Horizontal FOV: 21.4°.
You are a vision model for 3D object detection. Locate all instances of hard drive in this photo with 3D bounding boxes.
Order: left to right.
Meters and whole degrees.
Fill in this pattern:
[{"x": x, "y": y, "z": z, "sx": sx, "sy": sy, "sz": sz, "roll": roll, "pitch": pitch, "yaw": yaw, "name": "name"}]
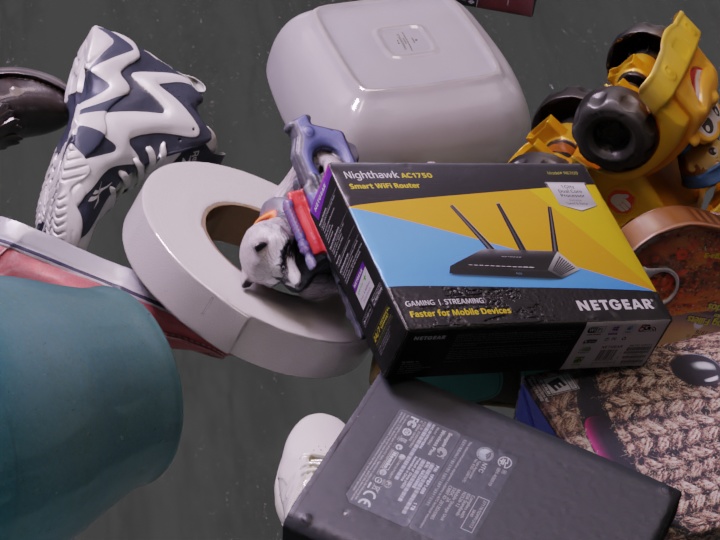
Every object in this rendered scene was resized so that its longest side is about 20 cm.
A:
[{"x": 0.073, "y": 0.147, "z": 1.129, "sx": 0.199, "sy": 0.033, "sz": 0.140, "roll": 22, "pitch": 49, "yaw": 16, "name": "hard drive"}]

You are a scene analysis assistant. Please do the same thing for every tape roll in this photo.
[{"x": -0.073, "y": -0.002, "z": 1.356, "sx": 0.202, "sy": 0.037, "sz": 0.203, "roll": 26, "pitch": 27, "yaw": -14, "name": "tape roll"}]

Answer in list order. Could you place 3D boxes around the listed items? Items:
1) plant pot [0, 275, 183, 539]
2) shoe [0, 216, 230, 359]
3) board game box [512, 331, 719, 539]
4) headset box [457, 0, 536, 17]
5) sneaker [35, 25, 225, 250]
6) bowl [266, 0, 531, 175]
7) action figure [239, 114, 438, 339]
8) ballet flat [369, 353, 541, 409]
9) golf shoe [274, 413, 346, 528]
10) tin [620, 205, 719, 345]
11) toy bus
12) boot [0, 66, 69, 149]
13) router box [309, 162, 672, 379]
[{"x": -0.221, "y": 0.089, "z": 1.185, "sx": 0.188, "sy": 0.201, "sz": 0.200, "roll": -14, "pitch": 43, "yaw": -44, "name": "plant pot"}, {"x": -0.182, "y": 0.042, "z": 1.333, "sx": 0.200, "sy": 0.071, "sz": 0.091, "roll": 23, "pitch": 79, "yaw": -14, "name": "shoe"}, {"x": 0.219, "y": 0.136, "z": 1.256, "sx": 0.199, "sy": 0.097, "sz": 0.160, "roll": -12, "pitch": 44, "yaw": -20, "name": "board game box"}, {"x": 0.095, "y": -0.316, "z": 1.773, "sx": 0.199, "sy": 0.075, "sz": 0.149, "roll": 10, "pitch": 41, "yaw": 3, "name": "headset box"}, {"x": -0.168, "y": -0.080, "z": 1.458, "sx": 0.129, "sy": 0.080, "sz": 0.200, "roll": 17, "pitch": 55, "yaw": -18, "name": "sneaker"}, {"x": 0.034, "y": -0.163, "z": 1.591, "sx": 0.199, "sy": 0.075, "sz": 0.200, "roll": -8, "pitch": 42, "yaw": -18, "name": "bowl"}, {"x": 0.000, "y": 0.000, "z": 1.325, "sx": 0.193, "sy": 0.105, "sz": 0.201, "roll": -1, "pitch": 66, "yaw": -38, "name": "action figure"}, {"x": 0.104, "y": 0.063, "z": 1.348, "sx": 0.199, "sy": 0.069, "sz": 0.063, "roll": 0, "pitch": 31, "yaw": -9, "name": "ballet flat"}, {"x": -0.015, "y": 0.152, "z": 1.208, "sx": 0.075, "sy": 0.092, "sz": 0.200, "roll": 0, "pitch": 40, "yaw": -7, "name": "golf shoe"}, {"x": 0.259, "y": 0.016, "z": 1.372, "sx": 0.199, "sy": 0.112, "sz": 0.042, "roll": 10, "pitch": 21, "yaw": -23, "name": "tin"}, {"x": 0.215, "y": -0.061, "z": 1.411, "sx": 0.192, "sy": 0.200, "sz": 0.136, "roll": 42, "pitch": 39, "yaw": -6, "name": "toy bus"}, {"x": -0.303, "y": -0.067, "z": 1.447, "sx": 0.199, "sy": 0.069, "sz": 0.174, "roll": -9, "pitch": 49, "yaw": -12, "name": "boot"}, {"x": 0.083, "y": -0.003, "z": 1.242, "sx": 0.199, "sy": 0.051, "sz": 0.149, "roll": -2, "pitch": 47, "yaw": -28, "name": "router box"}]
